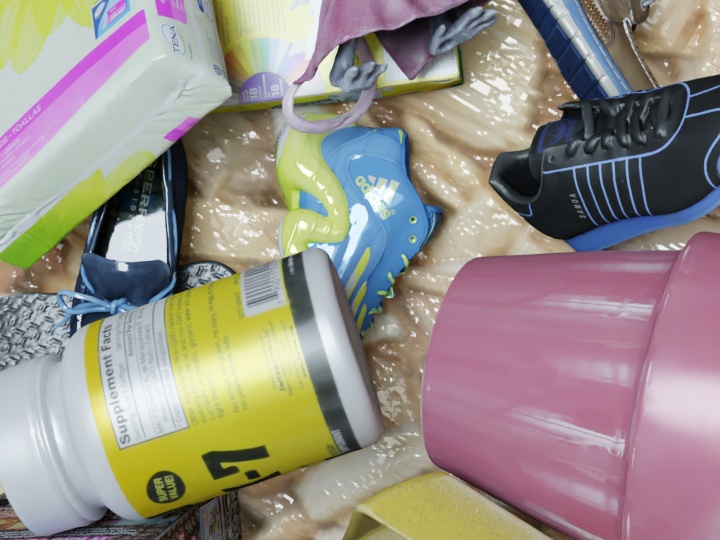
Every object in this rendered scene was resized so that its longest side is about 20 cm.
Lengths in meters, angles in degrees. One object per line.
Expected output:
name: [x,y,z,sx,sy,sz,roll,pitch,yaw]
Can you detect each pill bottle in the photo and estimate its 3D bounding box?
pill bottle: [-0.095,0.071,0.660,0.198,0.114,0.116,-18,90,3]

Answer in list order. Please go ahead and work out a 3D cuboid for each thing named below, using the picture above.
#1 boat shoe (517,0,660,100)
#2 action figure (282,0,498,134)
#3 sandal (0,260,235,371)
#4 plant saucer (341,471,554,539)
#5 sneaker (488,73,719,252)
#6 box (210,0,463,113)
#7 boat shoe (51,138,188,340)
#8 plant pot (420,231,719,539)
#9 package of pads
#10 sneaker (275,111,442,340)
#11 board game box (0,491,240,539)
boat shoe: [0.140,-0.166,0.713,0.072,0.072,0.201,-34,93,-1]
action figure: [-0.002,-0.206,0.694,0.149,0.133,0.202,-44,68,50]
sandal: [-0.171,0.045,0.793,0.198,0.048,0.076,-11,85,-3]
plant saucer: [0.087,0.183,0.694,0.199,0.200,0.049,31,72,7]
sneaker: [0.146,-0.065,0.657,0.077,0.200,0.071,28,62,-16]
box: [-0.038,-0.165,0.756,0.197,0.048,0.119,-5,93,8]
boat shoe: [-0.152,0.000,0.740,0.083,0.069,0.203,1,83,-2]
plant pot: [0.138,0.070,0.675,0.177,0.200,0.203,11,95,24]
package of pads: [-0.173,-0.119,0.717,0.199,0.068,0.156,-34,54,27]
sneaker: [0.000,0.000,0.744,0.104,0.076,0.203,-2,92,9]
board game box: [-0.172,0.195,0.720,0.157,0.200,0.098,-4,92,10]
